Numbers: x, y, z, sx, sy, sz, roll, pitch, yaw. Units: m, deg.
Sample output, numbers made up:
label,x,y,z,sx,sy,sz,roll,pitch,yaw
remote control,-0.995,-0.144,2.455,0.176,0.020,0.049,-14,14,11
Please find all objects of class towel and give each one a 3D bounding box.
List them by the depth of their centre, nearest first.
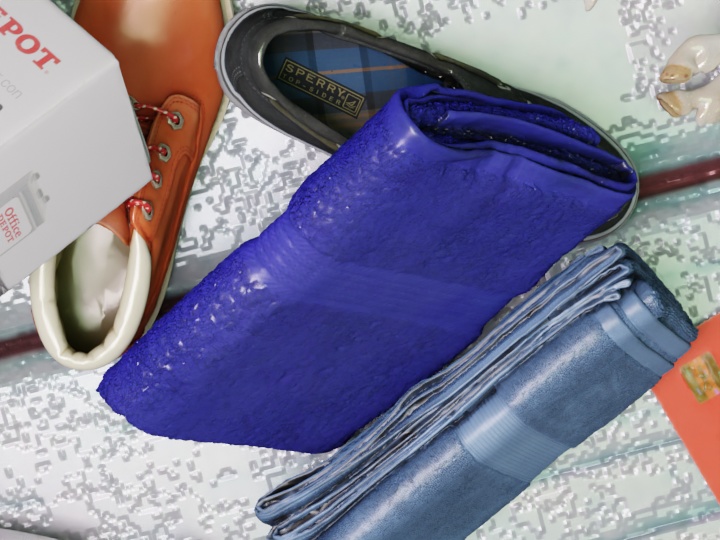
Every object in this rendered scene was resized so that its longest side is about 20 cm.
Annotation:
label,x,y,z,sx,sy,sz,roll,pitch,yaw
towel,0.000,0.000,1.035,0.200,0.148,0.050,-43,56,29
towel,0.052,0.068,1.085,0.200,0.112,0.049,-40,68,6

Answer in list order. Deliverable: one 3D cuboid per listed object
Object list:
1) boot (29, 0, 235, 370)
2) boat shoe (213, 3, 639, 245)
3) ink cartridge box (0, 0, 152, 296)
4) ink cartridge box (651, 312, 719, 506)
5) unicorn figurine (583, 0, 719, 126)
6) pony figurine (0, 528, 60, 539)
label,x,y,z,sx,sy,sz,roll,pitch,yaw
boot,-0.098,-0.053,1.062,0.075,0.107,0.200,10,97,-1
boat shoe,0.033,-0.058,1.072,0.200,0.057,0.069,20,90,-16
ink cartridge box,-0.204,-0.041,0.975,0.200,0.083,0.147,-39,60,-18
ink cartridge box,0.251,0.059,1.115,0.200,0.057,0.163,-31,98,-1
unicorn figurine,0.140,-0.156,1.074,0.200,0.074,0.137,43,86,-21
pony figurine,-0.205,0.163,1.048,0.193,0.167,0.200,23,104,3
